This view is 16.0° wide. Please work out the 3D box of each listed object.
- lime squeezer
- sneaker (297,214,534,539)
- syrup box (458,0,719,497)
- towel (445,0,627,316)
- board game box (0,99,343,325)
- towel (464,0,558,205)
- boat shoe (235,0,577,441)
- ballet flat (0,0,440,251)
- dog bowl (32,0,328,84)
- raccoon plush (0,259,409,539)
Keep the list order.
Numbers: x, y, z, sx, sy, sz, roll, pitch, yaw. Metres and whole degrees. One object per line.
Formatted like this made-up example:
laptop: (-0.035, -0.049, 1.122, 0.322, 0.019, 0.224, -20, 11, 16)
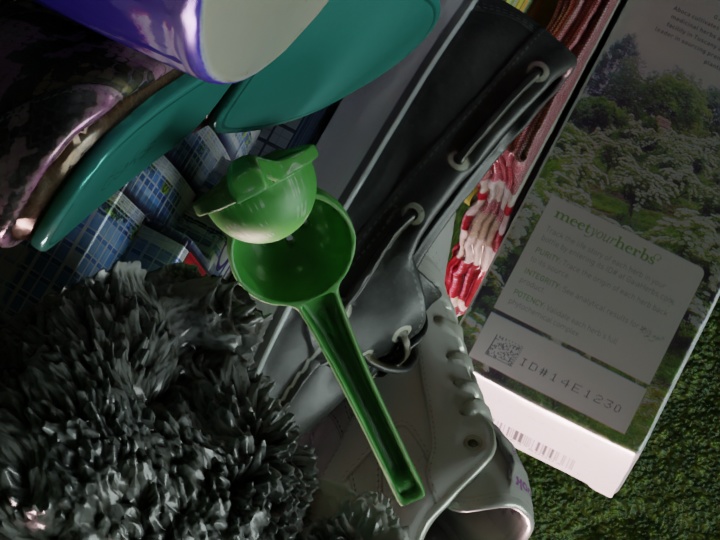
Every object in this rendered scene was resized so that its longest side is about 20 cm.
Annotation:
lime squeezer: (-0.022, -0.002, 0.693, 0.200, 0.038, 0.071, 66, 15, -61)
sneaker: (0.017, 0.051, 0.851, 0.075, 0.100, 0.200, 64, 34, -55)
syrup box: (0.106, -0.027, 0.949, 0.200, 0.079, 0.081, -62, 174, -15)
towel: (0.075, -0.069, 0.978, 0.144, 0.023, 0.200, -61, 173, -17)
board game box: (-0.073, 0.005, 0.779, 0.200, 0.062, 0.200, -62, 173, -8)
towel: (0.049, -0.075, 0.933, 0.086, 0.018, 0.200, -60, 171, -2)
boat shoe: (0.000, 0.000, 0.795, 0.200, 0.057, 0.069, -61, 173, -6)
ballet flat: (-0.048, -0.064, 0.640, 0.069, 0.071, 0.200, -50, 170, 34)
dog bowl: (-0.019, -0.142, 0.536, 0.200, 0.079, 0.200, -60, 172, -14)
raccoon plush: (-0.063, 0.081, 0.635, 0.200, 0.134, 0.097, -13, 145, -49)
